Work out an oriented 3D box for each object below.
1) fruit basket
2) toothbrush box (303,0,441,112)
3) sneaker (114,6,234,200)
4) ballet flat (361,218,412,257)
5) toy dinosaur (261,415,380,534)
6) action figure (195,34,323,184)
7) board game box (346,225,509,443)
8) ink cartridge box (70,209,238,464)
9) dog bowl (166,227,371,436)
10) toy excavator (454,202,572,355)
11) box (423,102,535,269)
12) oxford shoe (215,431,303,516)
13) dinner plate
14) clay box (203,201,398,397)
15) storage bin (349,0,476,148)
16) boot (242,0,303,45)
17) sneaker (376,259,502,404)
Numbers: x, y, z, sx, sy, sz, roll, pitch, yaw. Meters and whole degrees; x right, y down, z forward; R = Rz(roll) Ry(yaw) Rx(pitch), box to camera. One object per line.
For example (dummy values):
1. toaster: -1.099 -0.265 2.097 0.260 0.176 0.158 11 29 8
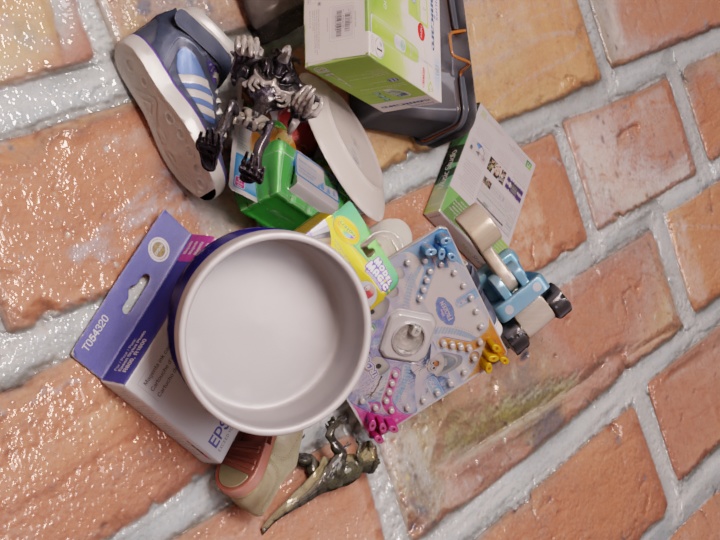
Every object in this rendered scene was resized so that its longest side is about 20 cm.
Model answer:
1. fruit basket: -0.076 -0.141 1.316 0.185 0.093 0.203 33 52 -41
2. toothbrush box: 0.018 -0.282 1.292 0.199 0.085 0.148 17 70 -63
3. sneaker: -0.169 -0.197 1.249 0.146 0.080 0.202 -37 101 -38
4. ballet flat: 0.000 0.000 1.333 0.199 0.069 0.070 -36 106 -27
5. toy dinosaur: -0.044 0.223 1.302 0.199 0.047 0.089 -22 103 -41
6. action figure: -0.099 -0.187 1.201 0.118 0.102 0.202 29 52 -11
7. board game box: 0.057 0.080 1.310 0.199 0.026 0.201 -31 118 -4
8. ink cartridge box: -0.179 0.069 1.201 0.200 0.043 0.198 45 57 -29
9. dog bowl: -0.093 0.058 1.128 0.197 0.079 0.203 -3 98 -20
10. toy excavator: 0.186 0.005 1.497 0.100 0.194 0.201 -39 92 -1
11. box: 0.172 -0.116 1.593 0.144 0.036 0.202 42 53 -29
12. oxford shoe: -0.095 0.179 1.257 0.201 0.070 0.074 -60 138 -31
13. dinner plate: -0.015 -0.154 1.358 0.201 0.024 0.201 54 19 -28
14. clay box: -0.064 0.026 1.204 0.199 0.047 0.116 -38 108 -15
15. storage bin: 0.060 -0.270 1.458 0.133 0.145 0.203 -2 82 -33
16. boot: -0.072 -0.376 1.362 0.199 0.070 0.133 -36 106 -25
17. sneaker: 0.064 0.061 1.361 0.201 0.077 0.147 -32 122 -11
